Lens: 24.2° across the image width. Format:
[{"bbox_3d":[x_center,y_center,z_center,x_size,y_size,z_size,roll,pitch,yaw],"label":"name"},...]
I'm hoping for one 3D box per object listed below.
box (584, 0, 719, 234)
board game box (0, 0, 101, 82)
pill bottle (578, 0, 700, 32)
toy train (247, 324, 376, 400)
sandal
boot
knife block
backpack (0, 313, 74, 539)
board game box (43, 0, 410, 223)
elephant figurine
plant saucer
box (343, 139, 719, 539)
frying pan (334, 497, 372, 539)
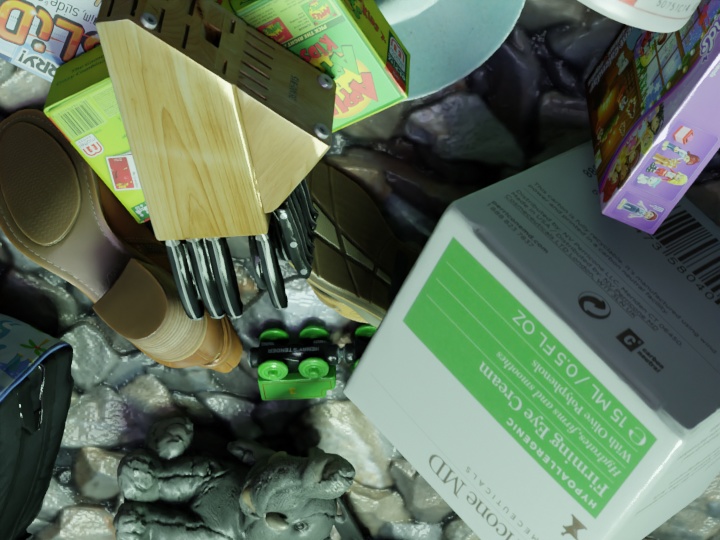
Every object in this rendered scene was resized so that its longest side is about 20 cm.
[{"bbox_3d":[0.200,-0.138,0.971,0.039,0.138,0.201,21,127,-15],"label":"box"},{"bbox_3d":[-0.212,-0.196,1.003,0.198,0.035,0.136,24,127,-17],"label":"board game box"},{"bbox_3d":[0.176,-0.240,0.896,0.113,0.114,0.201,21,120,-15],"label":"pill bottle"},{"bbox_3d":[0.017,0.068,1.215,0.197,0.042,0.057,-2,140,4],"label":"toy train"},{"bbox_3d":[0.000,0.000,1.145,0.199,0.081,0.054,35,145,-29],"label":"sandal"},{"bbox_3d":[-0.158,-0.014,1.123,0.077,0.200,0.155,-47,160,2],"label":"boot"},{"bbox_3d":[-0.101,-0.061,0.983,0.199,0.064,0.176,31,126,-22],"label":"knife block"},{"bbox_3d":[-0.300,0.123,1.182,0.146,0.183,0.201,27,119,6],"label":"backpack"},{"bbox_3d":[-0.080,-0.114,1.011,0.198,0.048,0.102,-23,127,22],"label":"board game box"},{"bbox_3d":[-0.071,0.180,1.243,0.198,0.155,0.143,-5,108,18],"label":"elephant figurine"},{"bbox_3d":[0.003,-0.192,0.998,0.198,0.039,0.203,2,130,2],"label":"plant saucer"},{"bbox_3d":[0.139,0.056,1.050,0.199,0.199,0.172,45,130,19],"label":"box"},{"bbox_3d":[-0.001,0.249,1.372,0.115,0.031,0.190,-34,118,26],"label":"frying pan"}]
